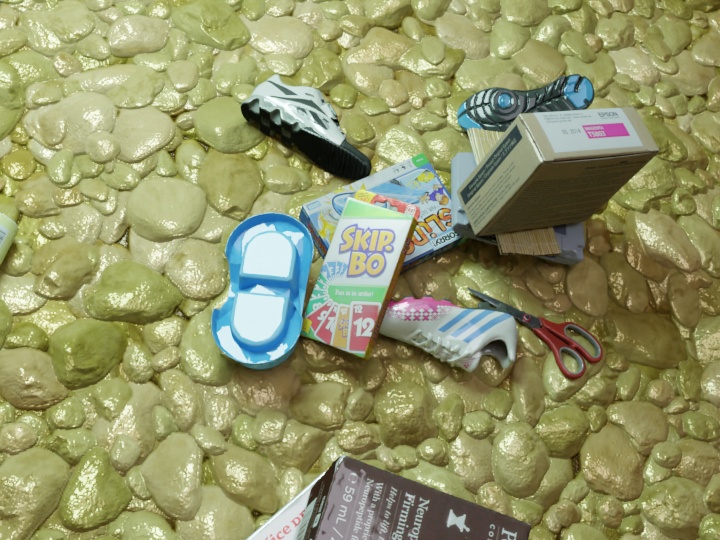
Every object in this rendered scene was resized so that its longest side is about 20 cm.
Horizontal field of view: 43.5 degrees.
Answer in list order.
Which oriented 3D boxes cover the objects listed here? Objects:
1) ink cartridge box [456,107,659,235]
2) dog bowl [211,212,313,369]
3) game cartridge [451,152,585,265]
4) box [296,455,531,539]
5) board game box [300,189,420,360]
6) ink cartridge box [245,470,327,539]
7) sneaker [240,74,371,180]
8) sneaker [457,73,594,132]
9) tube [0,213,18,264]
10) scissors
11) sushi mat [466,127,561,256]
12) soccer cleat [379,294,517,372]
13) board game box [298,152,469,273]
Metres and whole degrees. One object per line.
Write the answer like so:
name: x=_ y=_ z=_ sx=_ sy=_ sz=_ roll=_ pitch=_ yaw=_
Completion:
ink cartridge box: x=0.246 y=-0.125 z=1.138 sx=0.197 sy=0.165 sz=0.076 roll=-8 pitch=63 yaw=-30
dog bowl: x=-0.117 y=0.029 z=1.113 sx=0.109 sy=0.050 sz=0.203 roll=5 pitch=63 yaw=4
game cartridge: x=0.215 y=-0.091 z=1.245 sx=0.197 sy=0.041 sz=0.135 roll=15 pitch=60 yaw=-17
box: x=0.031 y=0.303 z=0.871 sx=0.197 sy=0.165 sz=0.168 roll=20 pitch=62 yaw=-4
board game box: x=0.000 y=0.000 z=1.123 sx=0.094 sy=0.030 sz=0.203 roll=17 pitch=80 yaw=21
ink cartridge box: x=-0.034 y=0.345 z=0.976 sx=0.146 sy=0.083 sz=0.200 roll=-36 pitch=78 yaw=-25
sneaker: x=-0.058 y=-0.203 z=1.231 sx=0.199 sy=0.074 sz=0.089 roll=33 pitch=64 yaw=3
sneaker: x=0.239 y=-0.229 z=1.321 sx=0.196 sy=0.082 sz=0.075 roll=-8 pitch=82 yaw=4
tube: x=-0.467 y=0.024 z=1.048 sx=0.057 sy=0.052 sz=0.202 roll=2 pitch=60 yaw=35
scissors: x=0.235 y=0.066 z=1.211 sx=0.199 sy=0.014 sz=0.073 roll=40 pitch=66 yaw=8
sushi mat: x=0.206 y=-0.107 z=1.220 sx=0.094 sy=0.012 sz=0.203 roll=3 pitch=60 yaw=-26
soccer cleat: x=0.108 y=0.083 z=1.139 sx=0.197 sy=0.070 sz=0.088 roll=3 pitch=64 yaw=-12
board game box: x=0.035 y=-0.062 z=1.209 sx=0.198 sy=0.035 sz=0.136 roll=-26 pitch=74 yaw=-23
